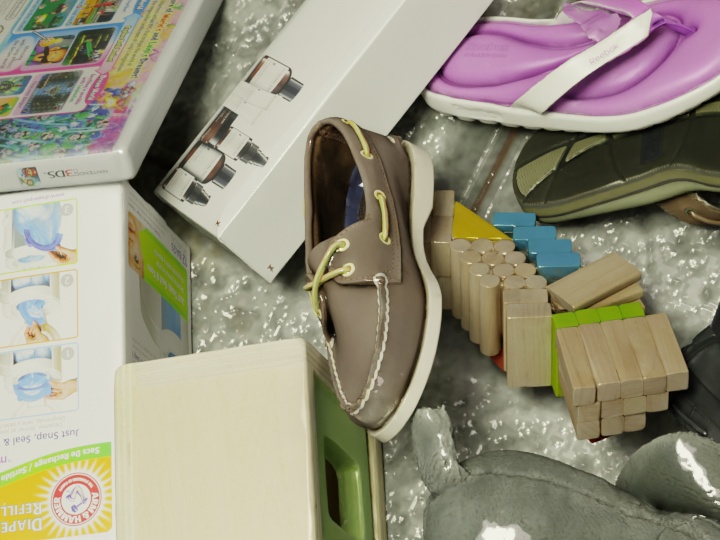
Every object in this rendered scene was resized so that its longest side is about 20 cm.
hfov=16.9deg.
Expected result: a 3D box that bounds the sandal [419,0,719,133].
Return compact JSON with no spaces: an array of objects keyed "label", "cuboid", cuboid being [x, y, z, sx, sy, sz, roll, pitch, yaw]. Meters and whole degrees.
[{"label":"sandal","cuboid":[0.111,-0.113,1.264,0.202,0.050,0.083,-5,55,32]}]

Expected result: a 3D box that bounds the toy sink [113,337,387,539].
[{"label":"toy sink","cuboid":[-0.047,0.152,1.208,0.111,0.130,0.201,-9,68,15]}]

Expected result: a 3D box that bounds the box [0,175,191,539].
[{"label":"box","cuboid":[-0.152,0.068,1.282,0.101,0.113,0.201,-8,68,14]}]

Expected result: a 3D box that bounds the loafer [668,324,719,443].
[{"label":"loafer","cuboid":[0.219,0.112,1.170,0.070,0.068,0.201,-46,66,23]}]

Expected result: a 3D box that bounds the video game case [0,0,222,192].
[{"label":"video game case","cuboid":[-0.183,-0.104,1.344,0.181,0.024,0.200,-5,34,17]}]

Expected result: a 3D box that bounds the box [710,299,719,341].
[{"label":"box","cuboid":[0.264,0.048,1.092,0.106,0.123,0.200,-27,64,-19]}]

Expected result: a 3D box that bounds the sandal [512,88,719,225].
[{"label":"sandal","cuboid":[0.174,-0.057,1.249,0.200,0.057,0.080,-6,50,35]}]

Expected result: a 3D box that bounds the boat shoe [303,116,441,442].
[{"label":"boat shoe","cuboid":[0.000,0.000,1.208,0.072,0.059,0.201,-47,28,36]}]

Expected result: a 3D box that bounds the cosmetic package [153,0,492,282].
[{"label":"cosmetic package","cuboid":[-0.020,-0.097,1.314,0.200,0.051,0.082,-52,39,-4]}]

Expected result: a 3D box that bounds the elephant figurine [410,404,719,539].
[{"label":"elephant figurine","cuboid":[0.138,0.147,1.140,0.199,0.155,0.142,-6,68,25]}]

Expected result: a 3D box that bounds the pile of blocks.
[{"label":"pile of blocks","cuboid":[0.094,0.026,1.241,0.082,0.062,0.200,-24,43,-24]}]
